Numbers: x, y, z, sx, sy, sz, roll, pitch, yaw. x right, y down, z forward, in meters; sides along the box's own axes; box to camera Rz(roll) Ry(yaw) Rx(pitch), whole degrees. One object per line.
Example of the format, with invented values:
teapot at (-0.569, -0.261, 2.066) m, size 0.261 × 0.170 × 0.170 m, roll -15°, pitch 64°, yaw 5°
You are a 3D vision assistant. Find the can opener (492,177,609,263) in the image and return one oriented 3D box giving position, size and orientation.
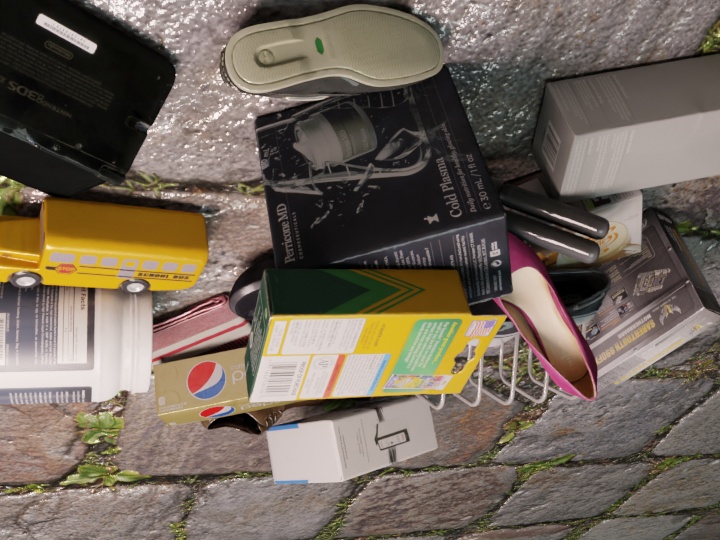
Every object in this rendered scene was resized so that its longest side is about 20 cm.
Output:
can opener at (0.159, -0.060, 0.856) m, size 0.199 × 0.054 × 0.067 m, roll 22°, pitch 174°, yaw 14°

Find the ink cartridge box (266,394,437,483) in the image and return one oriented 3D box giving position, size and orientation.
ink cartridge box at (-0.010, 0.239, 1.150) m, size 0.146 × 0.085 × 0.199 m, roll -17°, pitch 172°, yaw 43°

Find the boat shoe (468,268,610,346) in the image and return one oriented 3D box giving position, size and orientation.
boat shoe at (0.189, 0.034, 0.905) m, size 0.199 × 0.072 × 0.068 m, roll -5°, pitch 147°, yaw -17°

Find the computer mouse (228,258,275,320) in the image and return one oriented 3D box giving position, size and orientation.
computer mouse at (-0.081, 0.028, 0.969) m, size 0.138 × 0.053 × 0.200 m, roll -33°, pitch 150°, yaw 26°

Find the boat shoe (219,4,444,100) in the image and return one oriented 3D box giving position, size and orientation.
boat shoe at (-0.024, -0.186, 0.707) m, size 0.199 × 0.072 × 0.068 m, roll -9°, pitch 180°, yaw -17°

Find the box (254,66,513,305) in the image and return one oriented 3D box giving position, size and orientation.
box at (0.018, -0.061, 0.754) m, size 0.195 × 0.201 × 0.124 m, roll -16°, pitch 142°, yaw 3°

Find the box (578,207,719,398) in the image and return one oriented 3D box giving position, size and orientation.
box at (0.334, 0.043, 1.026) m, size 0.048 × 0.159 × 0.200 m, roll 18°, pitch 132°, yaw -35°

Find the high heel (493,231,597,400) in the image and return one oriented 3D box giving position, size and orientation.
high heel at (0.180, 0.045, 0.820) m, size 0.067 × 0.096 × 0.201 m, roll -29°, pitch 115°, yaw 3°

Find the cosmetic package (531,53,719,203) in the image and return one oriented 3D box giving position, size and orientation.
cosmetic package at (0.290, -0.145, 0.830) m, size 0.199 × 0.091 × 0.107 m, roll -12°, pitch 144°, yaw -8°

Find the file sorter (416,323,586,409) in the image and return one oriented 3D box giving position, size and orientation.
file sorter at (0.167, 0.097, 1.022) m, size 0.199 × 0.139 × 0.125 m, roll 0°, pitch 97°, yaw -18°

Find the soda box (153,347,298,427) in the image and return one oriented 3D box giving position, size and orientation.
soda box at (-0.154, 0.140, 1.019) m, size 0.199 × 0.068 × 0.064 m, roll -11°, pitch 155°, yaw -1°

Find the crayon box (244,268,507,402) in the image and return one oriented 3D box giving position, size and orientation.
crayon box at (0.008, 0.056, 0.692) m, size 0.199 × 0.052 × 0.126 m, roll 1°, pitch 140°, yaw -17°

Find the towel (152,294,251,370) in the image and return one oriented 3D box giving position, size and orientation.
towel at (-0.196, 0.108, 1.055) m, size 0.143 × 0.023 × 0.200 m, roll -21°, pitch 144°, yaw 6°

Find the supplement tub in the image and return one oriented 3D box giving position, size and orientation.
supplement tub at (-0.328, 0.071, 0.863) m, size 0.199 × 0.141 × 0.141 m, roll 1°, pitch 141°, yaw -19°

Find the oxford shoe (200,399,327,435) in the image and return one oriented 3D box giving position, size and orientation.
oxford shoe at (-0.128, 0.187, 1.101) m, size 0.199 × 0.085 × 0.073 m, roll -3°, pitch 143°, yaw -26°

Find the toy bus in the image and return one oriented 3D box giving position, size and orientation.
toy bus at (-0.261, -0.025, 0.814) m, size 0.199 × 0.065 × 0.078 m, roll 5°, pitch 146°, yaw -28°

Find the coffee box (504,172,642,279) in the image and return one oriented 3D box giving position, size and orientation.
coffee box at (0.213, -0.049, 0.932) m, size 0.199 × 0.080 × 0.115 m, roll -18°, pitch 143°, yaw 6°

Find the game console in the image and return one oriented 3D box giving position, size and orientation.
game console at (-0.291, -0.154, 0.686) m, size 0.199 × 0.116 × 0.177 m, roll 24°, pitch 99°, yaw -40°

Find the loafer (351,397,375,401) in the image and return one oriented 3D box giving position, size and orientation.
loafer at (0.009, 0.156, 1.140) m, size 0.199 × 0.072 × 0.073 m, roll 13°, pitch 136°, yaw -31°
